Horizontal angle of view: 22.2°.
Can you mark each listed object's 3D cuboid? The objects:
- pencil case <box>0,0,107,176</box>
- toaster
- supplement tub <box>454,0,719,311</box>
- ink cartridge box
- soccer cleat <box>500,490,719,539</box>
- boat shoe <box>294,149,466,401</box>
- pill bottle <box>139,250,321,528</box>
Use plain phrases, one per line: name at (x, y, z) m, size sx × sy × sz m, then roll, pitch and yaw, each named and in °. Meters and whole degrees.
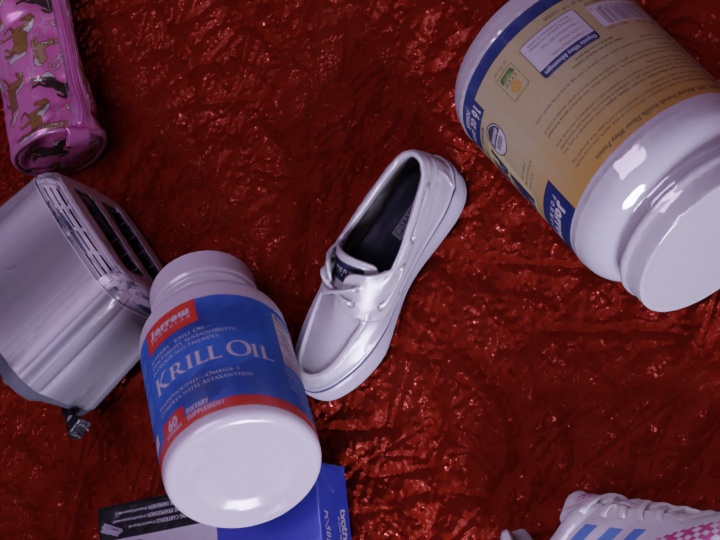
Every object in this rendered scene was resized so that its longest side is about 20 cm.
pencil case at (-0.267, -0.176, 1.537) m, size 0.083 × 0.087 × 0.200 m, roll -13°, pitch 68°, yaw -4°
toaster at (-0.230, 0.019, 1.442) m, size 0.129 × 0.114 × 0.200 m, roll -44°, pitch 56°, yaw 12°
supplement tub at (0.170, -0.084, 1.197) m, size 0.144 × 0.144 × 0.200 m, roll -47°, pitch 58°, yaw 13°
ink cartridge box at (-0.101, 0.205, 1.352) m, size 0.200 × 0.044 × 0.094 m, roll -14°, pitch 72°, yaw 28°
soccer cleat at (0.174, 0.172, 1.171) m, size 0.200 × 0.070 × 0.086 m, roll -23°, pitch 66°, yaw 26°
boat shoe at (0.000, 0.000, 1.329) m, size 0.074 × 0.065 × 0.200 m, roll 29°, pitch 94°, yaw 34°
pill bottle at (-0.100, 0.078, 1.320) m, size 0.112 × 0.112 × 0.200 m, roll -41°, pitch 37°, yaw 17°
